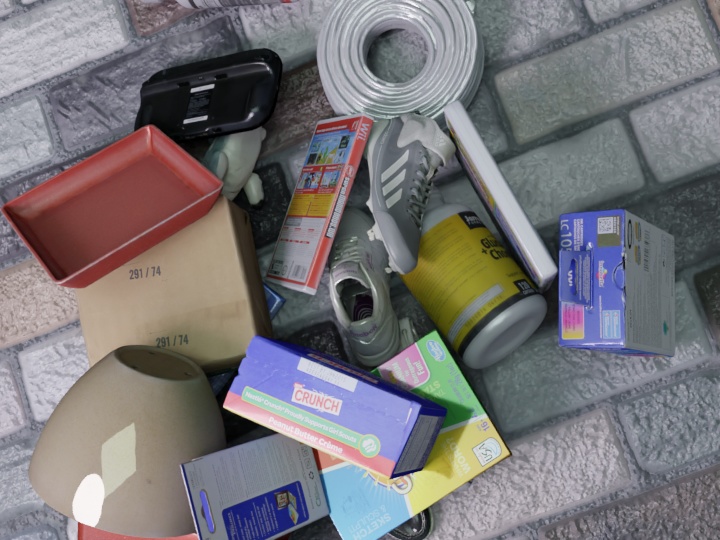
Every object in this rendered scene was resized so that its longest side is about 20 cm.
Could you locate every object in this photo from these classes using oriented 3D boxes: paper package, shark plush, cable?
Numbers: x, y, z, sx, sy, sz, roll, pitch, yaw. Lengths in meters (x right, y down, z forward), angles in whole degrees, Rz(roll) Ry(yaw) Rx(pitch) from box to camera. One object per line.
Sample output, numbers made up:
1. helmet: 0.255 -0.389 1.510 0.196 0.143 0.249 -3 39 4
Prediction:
1. paper package: -0.212 0.030 1.113 0.196 0.103 0.194 -14 82 4
2. shark plush: -0.165 -0.164 1.174 0.082 0.090 0.204 5 88 38
3. cable: 0.046 -0.249 1.151 0.196 0.069 0.204 -8 82 6

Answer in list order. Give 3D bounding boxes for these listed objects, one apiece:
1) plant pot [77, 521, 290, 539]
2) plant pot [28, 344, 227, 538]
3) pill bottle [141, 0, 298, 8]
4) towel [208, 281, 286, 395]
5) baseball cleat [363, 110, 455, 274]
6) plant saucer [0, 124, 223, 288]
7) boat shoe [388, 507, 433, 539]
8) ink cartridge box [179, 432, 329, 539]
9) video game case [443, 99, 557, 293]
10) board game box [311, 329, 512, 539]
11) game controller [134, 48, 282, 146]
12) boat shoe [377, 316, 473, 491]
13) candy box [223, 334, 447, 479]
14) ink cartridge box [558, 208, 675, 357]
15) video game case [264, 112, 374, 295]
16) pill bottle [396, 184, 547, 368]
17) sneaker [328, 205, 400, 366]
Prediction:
1. plant pot: -0.192 0.314 1.063 0.197 0.200 0.179 19 100 9
2. plant pot: -0.218 0.154 0.985 0.197 0.200 0.137 18 101 9
3. pill bottle: -0.168 -0.374 1.171 0.196 0.116 0.118 -1 83 7
4. towel: -0.201 0.070 1.170 0.146 0.024 0.201 39 89 9
5. baseball cleat: 0.055 -0.094 1.041 0.105 0.070 0.203 -21 55 16
6. plant saucer: -0.266 -0.067 1.063 0.199 0.037 0.199 -34 41 -18
7. boat shoe: 0.007 0.223 1.102 0.074 0.066 0.201 -35 80 3
8. ink cartridge box: -0.106 0.216 0.955 0.037 0.199 0.096 -20 82 28
9. video game case: 0.150 -0.072 1.059 0.022 0.182 0.202 -29 81 4
10. board game box: 0.039 0.182 1.047 0.198 0.040 0.154 -34 76 5
11. game controller: -0.182 -0.201 1.158 0.197 0.042 0.106 -6 70 27
12. boat shoe: 0.083 0.145 1.103 0.069 0.071 0.202 -31 74 6
13. candy box: -0.015 0.131 0.942 0.167 0.200 0.078 22 85 15
14. ink cartridge box: 0.263 0.015 1.021 0.075 0.199 0.139 -3 81 32
15. video game case: -0.049 -0.076 1.114 0.017 0.143 0.203 20 86 -23
16. pill bottle: 0.106 -0.001 1.085 0.111 0.112 0.201 -38 67 2
17. sneaker: 0.000 0.000 1.096 0.074 0.100 0.203 -19 56 8
